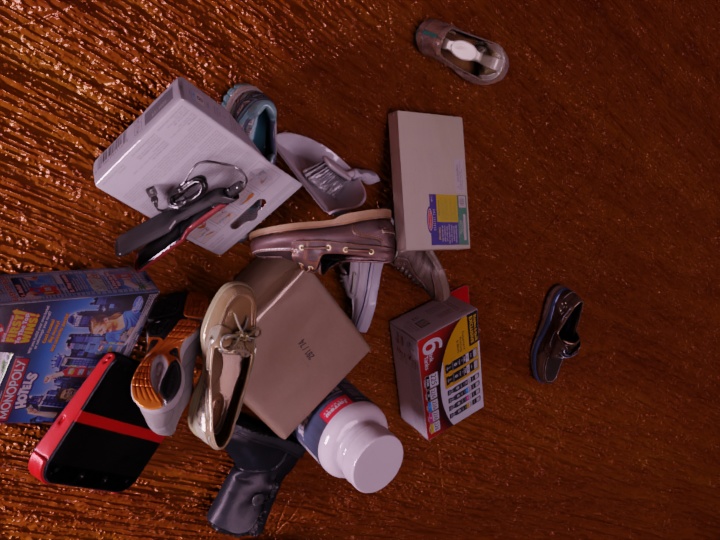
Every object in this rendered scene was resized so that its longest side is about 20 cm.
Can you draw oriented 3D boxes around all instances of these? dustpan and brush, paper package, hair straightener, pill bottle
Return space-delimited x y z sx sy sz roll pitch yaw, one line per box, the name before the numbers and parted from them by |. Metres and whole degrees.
dustpan and brush | -0.026 -0.130 1.082 0.057 0.140 0.199 -42 162 13
paper package | -0.113 0.100 1.109 0.191 0.103 0.201 -45 130 -12
hair straightener | -0.216 -0.069 0.918 0.197 0.042 0.077 -27 137 21
pill bottle | -0.028 0.234 1.166 0.118 0.199 0.122 -15 118 -30

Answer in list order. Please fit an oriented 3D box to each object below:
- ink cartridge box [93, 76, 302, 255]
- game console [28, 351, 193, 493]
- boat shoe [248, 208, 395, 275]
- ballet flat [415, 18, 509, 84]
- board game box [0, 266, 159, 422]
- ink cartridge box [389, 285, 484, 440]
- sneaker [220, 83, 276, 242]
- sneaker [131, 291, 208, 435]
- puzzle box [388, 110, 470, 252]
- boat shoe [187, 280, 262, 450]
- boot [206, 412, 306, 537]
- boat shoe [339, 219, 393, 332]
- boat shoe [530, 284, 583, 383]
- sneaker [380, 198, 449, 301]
ink cartridge box | -0.192 -0.117 0.944 0.159 0.048 0.199 -37 137 22
game console | -0.314 0.200 1.009 0.179 0.031 0.200 -58 154 -7
boat shoe | -0.051 -0.030 1.000 0.070 0.196 0.072 6 78 -70
ballet flat | 0.166 -0.314 1.157 0.197 0.067 0.069 5 108 -38
board game box | -0.367 0.080 0.920 0.198 0.062 0.202 13 111 -47
ink cartridge box | 0.149 0.152 1.339 0.173 0.083 0.204 -25 122 -26
sneaker | -0.147 -0.128 0.992 0.076 0.086 0.204 -6 114 -34
sneaker | -0.239 0.115 0.995 0.074 0.202 0.093 8 134 3
puzzle box | 0.103 -0.130 1.169 0.131 0.025 0.205 -2 88 -37
boat shoe | -0.160 0.117 0.968 0.072 0.062 0.205 6 98 -35
boot | -0.181 0.306 1.164 0.199 0.076 0.170 34 84 -47
boat shoe | 0.000 0.000 1.179 0.065 0.074 0.203 12 119 -1
boat shoe | 0.382 0.135 1.513 0.071 0.072 0.204 -10 115 -32
sneaker | 0.075 -0.023 1.229 0.075 0.071 0.202 -29 119 -6
